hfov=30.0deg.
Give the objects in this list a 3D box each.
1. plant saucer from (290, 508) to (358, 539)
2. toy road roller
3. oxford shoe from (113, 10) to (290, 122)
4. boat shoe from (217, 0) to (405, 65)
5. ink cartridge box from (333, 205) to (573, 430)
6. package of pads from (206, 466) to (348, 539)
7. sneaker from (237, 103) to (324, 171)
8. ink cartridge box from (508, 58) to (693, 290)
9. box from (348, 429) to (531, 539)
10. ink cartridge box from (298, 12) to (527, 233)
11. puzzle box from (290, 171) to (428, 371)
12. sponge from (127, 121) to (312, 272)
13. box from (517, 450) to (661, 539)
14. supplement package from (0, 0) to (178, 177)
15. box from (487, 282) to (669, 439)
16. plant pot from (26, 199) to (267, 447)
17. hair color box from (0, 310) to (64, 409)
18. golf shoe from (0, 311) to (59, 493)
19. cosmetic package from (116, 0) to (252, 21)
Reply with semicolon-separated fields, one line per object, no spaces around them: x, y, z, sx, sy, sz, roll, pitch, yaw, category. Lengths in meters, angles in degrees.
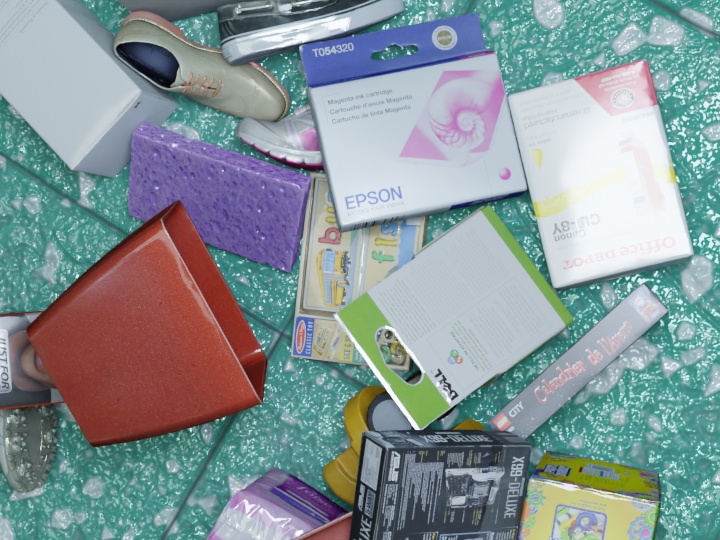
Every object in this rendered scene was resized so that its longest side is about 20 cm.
0.018;0.303;1.260;0.199;0.037;0.201;-22;109;-22;plant saucer
0.056;0.207;1.371;0.146;0.123;0.200;-39;83;26;toy road roller
-0.171;-0.201;1.421;0.199;0.074;0.071;23;121;-6;oxford shoe
-0.053;-0.271;1.392;0.199;0.072;0.071;-16;94;-11;boat shoe
0.087;0.053;1.342;0.200;0.076;0.148;-34;82;-16;ink cartridge box
-0.073;0.266;1.354;0.120;0.200;0.076;33;92;7;package of pads
-0.029;-0.149;1.412;0.199;0.081;0.089;6;89;3;sneaker
0.242;-0.092;1.345;0.144;0.083;0.201;-14;87;11;ink cartridge box
0.068;0.248;1.226;0.157;0.050;0.201;2;99;-29;box
0.052;-0.155;1.353;0.195;0.043;0.201;-12;84;-7;ink cartridge box
0.000;0.000;1.428;0.132;0.025;0.201;6;91;13;puzzle box
-0.153;-0.078;1.432;0.199;0.030;0.112;19;127;11;sponge
0.214;0.290;1.291;0.121;0.200;0.194;9;91;12;box
-0.316;-0.213;1.452;0.117;0.117;0.200;-45;80;8;supplement package
0.217;0.092;1.323;0.200;0.137;0.038;-43;82;9;box
-0.219;0.065;1.354;0.176;0.200;0.201;-27;99;2;plant pot
-0.347;0.093;1.435;0.199;0.061;0.102;-5;89;-23;hair color box
-0.399;0.151;1.503;0.097;0.078;0.201;-12;84;32;golf shoe
-0.158;-0.330;1.422;0.199;0.107;0.091;-7;83;11;cosmetic package
